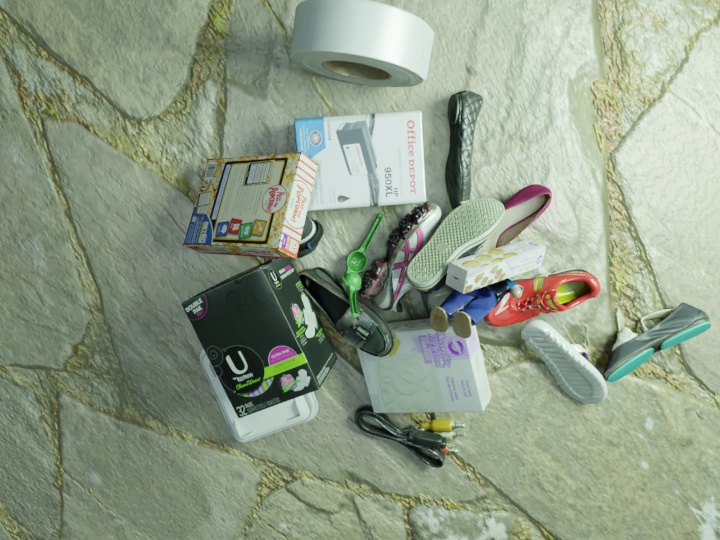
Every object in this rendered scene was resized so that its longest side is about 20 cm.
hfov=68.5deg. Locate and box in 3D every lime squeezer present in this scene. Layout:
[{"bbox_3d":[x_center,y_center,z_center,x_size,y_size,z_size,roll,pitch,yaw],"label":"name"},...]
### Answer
[{"bbox_3d":[0.000,0.000,0.878,0.071,0.200,0.038,-17,136,42],"label":"lime squeezer"}]

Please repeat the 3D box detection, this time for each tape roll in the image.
[{"bbox_3d":[0.001,-0.325,0.770,0.202,0.202,0.071,9,98,-1],"label":"tape roll"}]

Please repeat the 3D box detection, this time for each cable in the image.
[{"bbox_3d":[0.088,0.298,0.963,0.200,0.050,0.097,11,117,11],"label":"cable"}]

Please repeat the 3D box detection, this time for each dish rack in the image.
[{"bbox_3d":[-0.183,0.206,0.939,0.171,0.044,0.200,-20,98,5],"label":"dish rack"}]

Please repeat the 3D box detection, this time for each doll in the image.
[{"bbox_3d":[0.185,0.035,0.840,0.136,0.200,0.049,11,119,38],"label":"doll"}]

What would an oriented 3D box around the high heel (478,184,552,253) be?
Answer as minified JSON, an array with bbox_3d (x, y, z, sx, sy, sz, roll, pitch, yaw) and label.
[{"bbox_3d":[0.227,-0.060,0.863,0.200,0.096,0.067,-41,97,6],"label":"high heel"}]

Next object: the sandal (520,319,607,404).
[{"bbox_3d":[0.362,0.152,0.917,0.203,0.082,0.050,48,54,-13],"label":"sandal"}]

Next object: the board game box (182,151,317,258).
[{"bbox_3d":[-0.172,-0.099,0.813,0.200,0.046,0.152,5,76,32],"label":"board game box"}]

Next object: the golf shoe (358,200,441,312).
[{"bbox_3d":[0.082,-0.022,0.888,0.092,0.073,0.200,29,107,-14],"label":"golf shoe"}]

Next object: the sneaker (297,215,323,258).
[{"bbox_3d":[-0.154,-0.053,0.884,0.200,0.112,0.073,0,71,31],"label":"sneaker"}]

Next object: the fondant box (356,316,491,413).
[{"bbox_3d":[0.101,0.158,0.879,0.200,0.058,0.144,-10,100,29],"label":"fondant box"}]

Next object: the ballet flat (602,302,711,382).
[{"bbox_3d":[0.491,0.117,0.907,0.200,0.073,0.073,-32,98,6],"label":"ballet flat"}]

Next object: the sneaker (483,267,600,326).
[{"bbox_3d":[0.301,0.044,0.884,0.200,0.085,0.077,-21,98,4],"label":"sneaker"}]

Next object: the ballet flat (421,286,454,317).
[{"bbox_3d":[0.153,0.084,0.902,0.072,0.072,0.201,-15,98,3],"label":"ballet flat"}]

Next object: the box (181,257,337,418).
[{"bbox_3d":[-0.152,0.098,0.830,0.148,0.124,0.200,-23,96,14],"label":"box"}]

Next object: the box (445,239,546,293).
[{"bbox_3d":[0.217,-0.010,0.836,0.200,0.041,0.039,-14,123,-35],"label":"box"}]

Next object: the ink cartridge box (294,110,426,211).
[{"bbox_3d":[0.002,-0.175,0.853,0.200,0.084,0.145,-4,100,1],"label":"ink cartridge box"}]

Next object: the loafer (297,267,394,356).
[{"bbox_3d":[-0.032,0.070,0.866,0.200,0.063,0.072,42,105,21],"label":"loafer"}]

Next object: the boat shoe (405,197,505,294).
[{"bbox_3d":[0.151,-0.039,0.841,0.200,0.062,0.075,-45,61,-10],"label":"boat shoe"}]

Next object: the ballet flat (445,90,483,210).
[{"bbox_3d":[0.172,-0.189,0.860,0.057,0.066,0.200,-2,102,-15],"label":"ballet flat"}]
